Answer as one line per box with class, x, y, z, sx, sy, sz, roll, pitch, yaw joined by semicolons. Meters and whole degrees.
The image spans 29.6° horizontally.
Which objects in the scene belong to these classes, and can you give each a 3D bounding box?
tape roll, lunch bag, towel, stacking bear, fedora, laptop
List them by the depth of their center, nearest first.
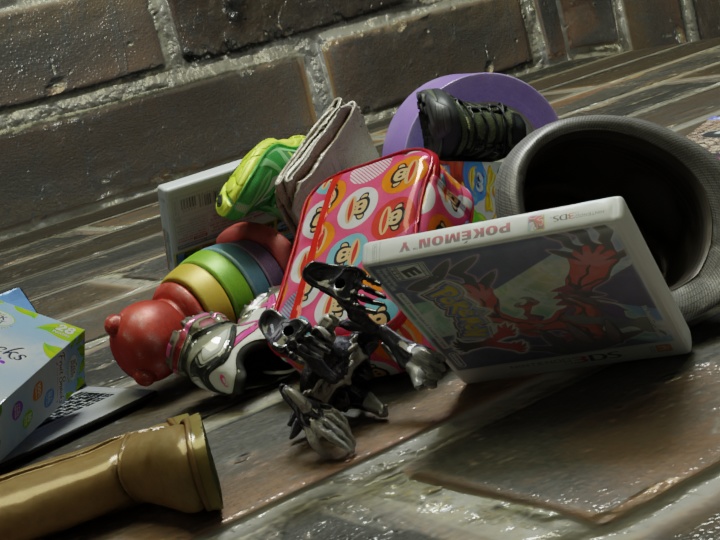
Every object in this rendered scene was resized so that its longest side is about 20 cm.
fedora;0.195;-0.029;1.072;0.198;0.178;0.090;9;-24;-6
lunch bag;0.000;0.000;1.175;0.175;0.082;0.201;-14;47;36
laptop;-0.331;0.096;1.269;0.187;0.117;0.199;-25;15;-41
stacking bear;-0.155;0.041;1.309;0.199;0.122;0.113;-30;3;-39
towel;-0.016;-0.063;1.372;0.034;0.201;0.133;17;61;33
tape roll;0.130;-0.124;1.550;0.198;0.202;0.085;-17;11;-13

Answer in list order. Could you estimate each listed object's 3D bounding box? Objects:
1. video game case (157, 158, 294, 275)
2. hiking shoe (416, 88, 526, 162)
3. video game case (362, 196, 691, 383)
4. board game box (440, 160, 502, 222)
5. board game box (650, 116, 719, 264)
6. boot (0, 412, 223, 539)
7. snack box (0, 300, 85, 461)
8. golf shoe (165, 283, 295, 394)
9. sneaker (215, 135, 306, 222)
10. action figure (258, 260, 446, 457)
video game case;-0.120;-0.032;1.470;0.199;0.184;0.023;-21;30;-33
hiking shoe;0.114;-0.148;1.367;0.100;0.076;0.200;-10;-2;10
video game case;0.122;0.022;0.958;0.181;0.023;0.200;-10;-33;23
board game box;0.090;-0.053;1.388;0.104;0.104;0.199;-7;-1;34
board game box;0.352;-0.065;1.161;0.158;0.098;0.200;4;18;28
boot;-0.199;0.158;0.932;0.198;0.067;0.175;-16;-1;-14
snack box;-0.363;0.098;1.186;0.167;0.068;0.200;17;30;15
golf shoe;-0.082;0.070;1.240;0.092;0.073;0.199;28;29;27
sneaker;-0.075;-0.085;1.362;0.074;0.084;0.200;-50;-9;27
action figure;-0.009;0.076;0.988;0.119;0.102;0.200;-45;-24;-11
